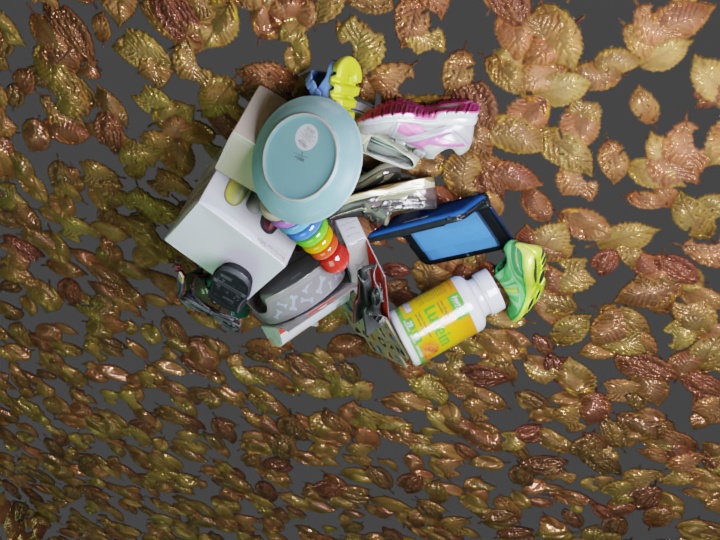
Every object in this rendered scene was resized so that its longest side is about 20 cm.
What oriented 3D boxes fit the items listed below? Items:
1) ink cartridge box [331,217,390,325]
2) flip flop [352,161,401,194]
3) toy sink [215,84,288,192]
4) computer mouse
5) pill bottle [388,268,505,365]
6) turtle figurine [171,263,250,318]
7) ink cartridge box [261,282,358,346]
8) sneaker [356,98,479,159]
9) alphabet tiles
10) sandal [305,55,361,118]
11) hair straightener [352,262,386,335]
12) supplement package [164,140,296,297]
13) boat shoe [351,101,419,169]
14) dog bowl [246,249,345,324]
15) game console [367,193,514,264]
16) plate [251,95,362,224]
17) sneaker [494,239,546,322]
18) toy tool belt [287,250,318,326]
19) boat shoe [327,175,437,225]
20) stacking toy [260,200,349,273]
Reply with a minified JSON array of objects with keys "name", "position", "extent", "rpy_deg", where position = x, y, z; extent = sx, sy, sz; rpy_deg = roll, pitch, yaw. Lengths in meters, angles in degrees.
[{"name":"ink cartridge box","position":[0.000,0.000,1.673],"extent":[0.043,0.175,0.201],"rpy_deg":[-19,149,-7]},{"name":"flip flop","position":[-0.011,-0.161,1.602],"extent":[0.199,0.080,0.059],"rpy_deg":[-20,87,48]},{"name":"toy sink","position":[-0.126,-0.192,1.570],"extent":[0.198,0.132,0.112],"rpy_deg":[28,140,-9]},{"name":"computer mouse","position":[-0.255,0.023,1.625],"extent":[0.139,0.046,0.201],"rpy_deg":[27,146,2]},{"name":"pill bottle","position":[0.161,0.080,1.692],"extent":[0.198,0.112,0.112],"rpy_deg":[-29,127,0]},{"name":"turtle figurine","position":[-0.302,0.026,1.876],"extent":[0.199,0.101,0.151],"rpy_deg":[24,148,46]},{"name":"ink cartridge box","position":[-0.083,0.081,1.685],"extent":[0.051,0.161,0.199],"rpy_deg":[61,162,-12]},{"name":"sneaker","position":[0.089,-0.217,1.456],"extent":[0.196,0.082,0.090],"rpy_deg":[3,118,16]},{"name":"alphabet tiles","position":[0.019,0.105,1.760],"extent":[0.199,0.006,0.168],"rpy_deg":[21,145,59]},{"name":"sandal","position":[-0.054,-0.242,1.481],"extent":[0.086,0.204,0.079],"rpy_deg":[13,-174,34]},{"name":"hair straightener","position":[0.025,0.055,1.603],"extent":[0.077,0.041,0.201],"rpy_deg":[43,151,23]},{"name":"supplement package","position":[-0.206,-0.102,1.650],"extent":[0.190,0.202,0.147],"rpy_deg":[36,139,-17]},{"name":"boat shoe","position":[0.012,-0.225,1.521],"extent":[0.197,0.063,0.073],"rpy_deg":[17,140,7]},{"name":"dog bowl","position":[-0.114,0.024,1.691],"extent":[0.198,0.200,0.059],"rpy_deg":[-20,110,39]},{"name":"game console","position":[0.142,-0.052,1.615],"extent":[0.198,0.170,0.120],"rpy_deg":[-13,102,35]},{"name":"plate","position":[-0.089,-0.173,1.426],"extent":[0.197,0.204,0.025],"rpy_deg":[-2,174,26]},{"name":"sneaker","position":[0.285,0.013,1.663],"extent":[0.083,0.074,0.202],"rpy_deg":[32,148,26]},{"name":"toy tool belt","position":[-0.154,0.024,1.824],"extent":[0.198,0.124,0.125],"rpy_deg":[28,140,-6]},{"name":"boat shoe","position":[0.036,-0.109,1.578],"extent":[0.197,0.073,0.066],"rpy_deg":[-15,89,9]},{"name":"stacking toy","position":[-0.083,-0.062,1.539],"extent":[0.084,0.086,0.201],"rpy_deg":[-7,140,31]}]
